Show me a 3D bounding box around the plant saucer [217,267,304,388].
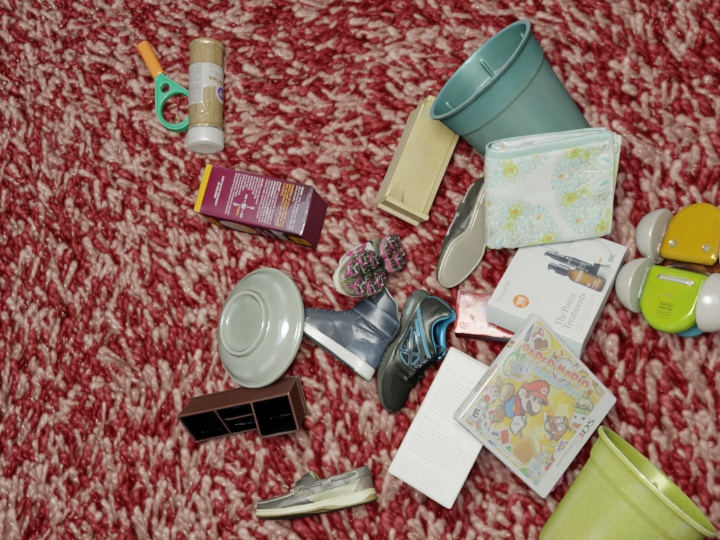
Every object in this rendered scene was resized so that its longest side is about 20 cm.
[{"bbox_3d":[-0.180,0.090,1.168,0.198,0.050,0.204,-12,69,35],"label":"plant saucer"}]

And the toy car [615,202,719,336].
[{"bbox_3d":[0.497,0.010,1.057,0.174,0.149,0.202,16,77,47],"label":"toy car"}]

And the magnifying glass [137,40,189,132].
[{"bbox_3d":[-0.374,-0.353,1.345,0.079,0.022,0.202,-31,75,4],"label":"magnifying glass"}]

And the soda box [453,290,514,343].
[{"bbox_3d":[0.250,0.081,1.126,0.196,0.063,0.071,6,79,12],"label":"soda box"}]

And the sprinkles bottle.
[{"bbox_3d":[-0.284,-0.320,1.297,0.067,0.068,0.204,-4,79,9],"label":"sprinkles bottle"}]

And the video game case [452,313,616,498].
[{"bbox_3d":[0.250,0.194,0.996,0.200,0.023,0.183,43,82,-20],"label":"video game case"}]

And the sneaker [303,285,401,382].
[{"bbox_3d":[-0.025,0.069,1.174,0.201,0.077,0.147,32,82,19],"label":"sneaker"}]

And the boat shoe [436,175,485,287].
[{"bbox_3d":[0.179,-0.066,1.178,0.066,0.057,0.202,28,89,-22],"label":"boat shoe"}]

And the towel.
[{"bbox_3d":[0.283,-0.119,1.053,0.196,0.048,0.174,-6,121,1],"label":"towel"}]

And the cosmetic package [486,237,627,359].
[{"bbox_3d":[0.301,0.021,1.082,0.149,0.052,0.201,21,56,24],"label":"cosmetic package"}]

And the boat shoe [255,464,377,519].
[{"bbox_3d":[-0.073,0.356,1.134,0.197,0.072,0.067,-12,67,8],"label":"boat shoe"}]

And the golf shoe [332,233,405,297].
[{"bbox_3d":[0.000,0.000,1.128,0.091,0.200,0.074,-14,99,28],"label":"golf shoe"}]

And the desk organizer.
[{"bbox_3d":[-0.192,0.236,1.159,0.196,0.077,0.073,-13,100,8],"label":"desk organizer"}]

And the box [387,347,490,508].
[{"bbox_3d":[0.139,0.235,1.071,0.105,0.152,0.202,27,84,14],"label":"box"}]

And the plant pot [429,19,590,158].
[{"bbox_3d":[0.244,-0.244,1.105,0.196,0.200,0.201,42,88,-19],"label":"plant pot"}]

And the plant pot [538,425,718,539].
[{"bbox_3d":[0.359,0.359,1.002,0.200,0.200,0.185,42,101,15],"label":"plant pot"}]

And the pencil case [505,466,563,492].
[{"bbox_3d":[0.289,0.230,1.083,0.082,0.086,0.203,23,83,-26],"label":"pencil case"}]

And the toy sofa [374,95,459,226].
[{"bbox_3d":[0.102,-0.185,1.204,0.082,0.097,0.203,24,84,-11],"label":"toy sofa"}]

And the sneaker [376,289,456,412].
[{"bbox_3d":[0.087,0.136,1.119,0.081,0.073,0.203,22,97,35],"label":"sneaker"}]

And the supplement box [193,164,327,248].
[{"bbox_3d":[-0.168,-0.108,1.214,0.197,0.110,0.087,13,82,12],"label":"supplement box"}]
